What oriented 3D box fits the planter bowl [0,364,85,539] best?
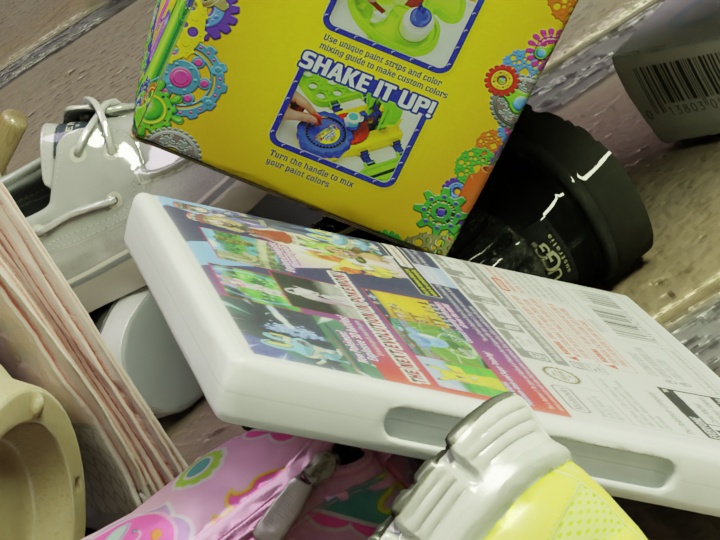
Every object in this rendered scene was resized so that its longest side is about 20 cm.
[{"bbox_3d":[-0.179,0.093,1.035,0.134,0.201,0.200,6,33,18],"label":"planter bowl"}]

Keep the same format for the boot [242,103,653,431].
[{"bbox_3d":[-0.001,-0.002,1.116,0.158,0.080,0.211,-37,20,-14],"label":"boot"}]

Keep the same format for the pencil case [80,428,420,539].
[{"bbox_3d":[-0.063,0.113,0.921,0.200,0.088,0.087,-35,19,-5],"label":"pencil case"}]

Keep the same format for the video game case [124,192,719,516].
[{"bbox_3d":[0.027,0.025,0.908,0.200,0.181,0.023,-128,51,-71],"label":"video game case"}]

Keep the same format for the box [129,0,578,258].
[{"bbox_3d":[0.015,-0.148,1.037,0.200,0.121,0.193,-85,19,-59],"label":"box"}]

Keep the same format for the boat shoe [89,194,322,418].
[{"bbox_3d":[-0.059,-0.009,1.258,0.066,0.070,0.200,-7,39,48],"label":"boat shoe"}]

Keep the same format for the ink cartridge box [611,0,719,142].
[{"bbox_3d":[0.214,-0.132,1.148,0.160,0.047,0.200,-9,31,49],"label":"ink cartridge box"}]

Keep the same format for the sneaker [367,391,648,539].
[{"bbox_3d":[0.011,0.135,0.770,0.200,0.090,0.078,-54,-4,2],"label":"sneaker"}]

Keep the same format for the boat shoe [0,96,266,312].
[{"bbox_3d":[-0.108,-0.035,1.204,0.199,0.069,0.072,-27,28,26],"label":"boat shoe"}]

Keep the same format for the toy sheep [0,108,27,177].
[{"bbox_3d":[-0.240,-0.026,1.476,0.137,0.139,0.200,-21,8,31],"label":"toy sheep"}]

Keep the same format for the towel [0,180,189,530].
[{"bbox_3d":[-0.152,0.022,1.126,0.032,0.192,0.200,-39,19,-22],"label":"towel"}]
